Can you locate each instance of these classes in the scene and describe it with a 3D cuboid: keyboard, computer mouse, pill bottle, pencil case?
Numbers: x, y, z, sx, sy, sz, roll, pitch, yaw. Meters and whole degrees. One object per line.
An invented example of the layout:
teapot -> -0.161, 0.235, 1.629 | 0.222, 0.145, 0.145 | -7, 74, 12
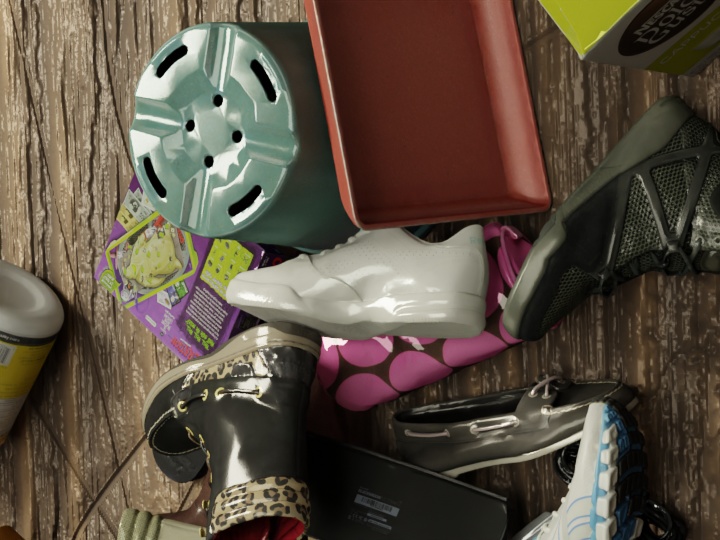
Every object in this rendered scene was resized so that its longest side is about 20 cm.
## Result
keyboard -> 0.004, 0.197, 1.170 | 0.198, 0.021, 0.128 | 16, 69, 23
computer mouse -> 0.137, 0.220, 1.164 | 0.110, 0.044, 0.201 | 46, 114, 21
pill bottle -> -0.353, 0.096, 1.430 | 0.112, 0.112, 0.201 | 40, 112, 24
pencil case -> 0.052, 0.033, 1.186 | 0.199, 0.090, 0.095 | -25, 77, 28

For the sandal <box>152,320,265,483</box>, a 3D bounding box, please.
sandal -> -0.120, 0.090, 1.322 | 0.076, 0.043, 0.202 | 31, 108, 27

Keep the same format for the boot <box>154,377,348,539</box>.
boot -> -0.097, 0.148, 1.293 | 0.198, 0.072, 0.168 | -7, 92, 23

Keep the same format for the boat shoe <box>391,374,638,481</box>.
boat shoe -> 0.105, 0.107, 1.163 | 0.199, 0.067, 0.057 | -23, 96, 34

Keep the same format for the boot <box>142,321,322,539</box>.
boot -> -0.099, 0.139, 1.176 | 0.199, 0.073, 0.152 | -30, 50, 40

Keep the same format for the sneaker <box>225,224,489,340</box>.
sneaker -> 0.000, 0.000, 1.140 | 0.198, 0.075, 0.089 | 1, 75, 23

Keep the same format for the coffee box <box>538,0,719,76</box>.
coffee box -> 0.193, -0.265, 1.015 | 0.200, 0.197, 0.201 | -42, 71, 27

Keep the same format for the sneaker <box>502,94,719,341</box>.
sneaker -> 0.187, -0.014, 1.073 | 0.114, 0.076, 0.199 | 41, 80, 19

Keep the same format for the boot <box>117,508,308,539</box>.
boot -> -0.122, 0.274, 1.260 | 0.153, 0.072, 0.202 | 7, 123, 2

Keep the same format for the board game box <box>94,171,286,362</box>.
board game box -> -0.144, -0.002, 1.306 | 0.200, 0.032, 0.121 | 37, 105, 44

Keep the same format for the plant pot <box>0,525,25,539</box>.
plant pot -> -0.307, 0.357, 1.380 | 0.183, 0.200, 0.201 | 40, 113, 7

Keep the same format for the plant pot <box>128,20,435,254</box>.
plant pot -> -0.055, -0.100, 1.182 | 0.199, 0.195, 0.202 | 2, 94, 32

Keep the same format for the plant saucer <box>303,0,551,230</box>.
plant saucer -> 0.041, -0.130, 1.126 | 0.037, 0.198, 0.202 | -16, 84, 47

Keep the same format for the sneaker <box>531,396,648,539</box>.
sneaker -> 0.146, 0.185, 1.095 | 0.086, 0.075, 0.202 | 6, 96, 33
